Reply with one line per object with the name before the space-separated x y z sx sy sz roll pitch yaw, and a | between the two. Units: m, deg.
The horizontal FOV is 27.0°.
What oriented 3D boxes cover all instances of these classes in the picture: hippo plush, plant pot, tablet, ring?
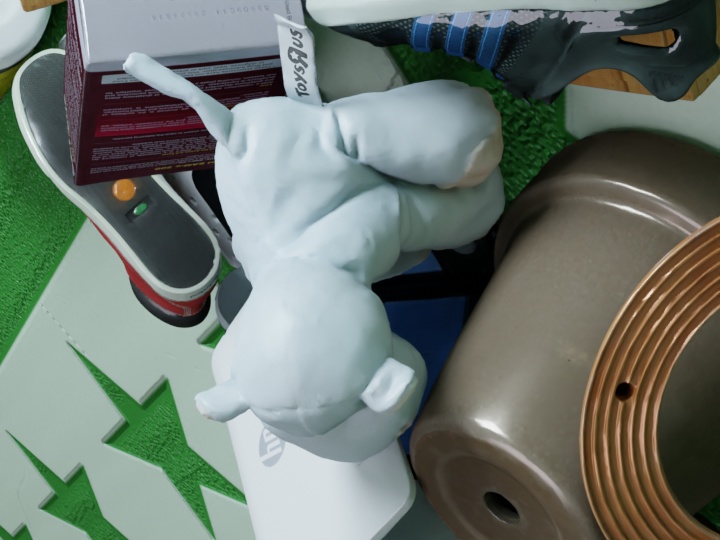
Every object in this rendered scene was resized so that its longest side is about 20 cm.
hippo plush | 0.000 0.000 0.708 0.158 0.162 0.200 -12 151 9
plant pot | 0.120 0.061 0.743 0.199 0.175 0.201 31 147 23
tablet | -0.033 0.082 0.822 0.130 0.014 0.201 -52 39 31
ring | 0.189 0.059 0.658 0.201 0.199 0.019 59 180 -21

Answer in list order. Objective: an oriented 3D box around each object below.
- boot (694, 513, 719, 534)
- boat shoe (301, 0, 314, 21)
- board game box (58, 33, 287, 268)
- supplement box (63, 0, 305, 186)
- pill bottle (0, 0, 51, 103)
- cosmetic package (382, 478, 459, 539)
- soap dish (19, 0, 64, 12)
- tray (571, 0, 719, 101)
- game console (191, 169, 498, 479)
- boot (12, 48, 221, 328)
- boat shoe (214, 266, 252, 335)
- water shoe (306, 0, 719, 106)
boot | 0.124 0.118 0.914 0.199 0.077 0.139 6 127 48
boat shoe | -0.001 -0.185 0.716 0.065 0.074 0.200 35 159 10
board game box | -0.095 -0.105 0.967 0.201 0.026 0.200 52 150 -8
supplement box | -0.098 -0.104 0.785 0.200 0.108 0.062 132 129 -71
pill bottle | -0.296 -0.163 1.069 0.113 0.112 0.200 49 150 -6
cosmetic package | 0.031 0.190 0.860 0.108 0.199 0.085 44 148 29
soap dish | -0.135 -0.249 0.723 0.080 0.158 0.201 11 141 14
tray | 0.090 -0.170 0.640 0.098 0.037 0.201 15 137 42
game console | -0.017 0.021 0.881 0.199 0.119 0.173 -6 129 42
boot | -0.171 -0.050 1.043 0.201 0.072 0.144 54 166 6
boat shoe | -0.016 0.075 1.053 0.200 0.071 0.091 38 163 12
water shoe | 0.058 -0.104 0.645 0.199 0.072 0.079 7 131 43
